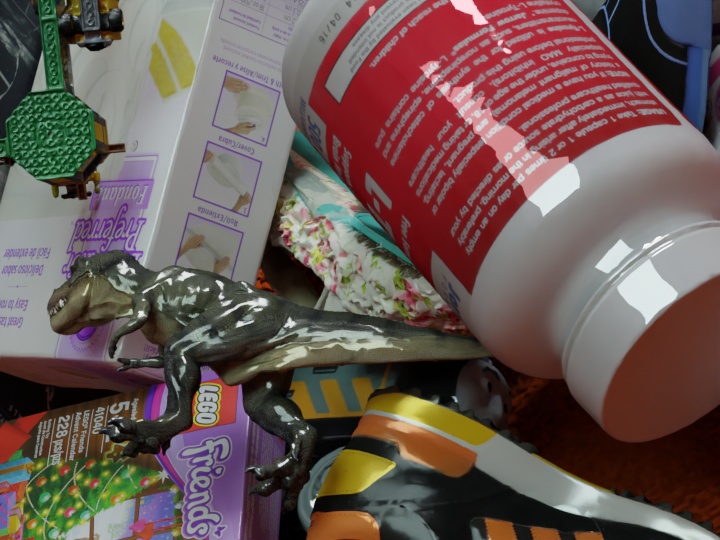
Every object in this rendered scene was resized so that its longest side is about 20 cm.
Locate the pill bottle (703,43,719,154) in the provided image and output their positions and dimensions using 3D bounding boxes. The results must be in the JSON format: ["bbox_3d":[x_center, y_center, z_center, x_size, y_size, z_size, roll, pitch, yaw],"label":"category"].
[{"bbox_3d":[0.192,-0.002,1.097,0.113,0.113,0.200,-20,45,20],"label":"pill bottle"}]

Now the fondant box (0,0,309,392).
[{"bbox_3d":[-0.092,-0.050,1.223,0.144,0.058,0.200,0,73,55],"label":"fondant box"}]

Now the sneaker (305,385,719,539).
[{"bbox_3d":[0.072,0.123,1.074,0.200,0.070,0.090,26,72,18],"label":"sneaker"}]

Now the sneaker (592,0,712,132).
[{"bbox_3d":[0.094,-0.052,1.147,0.078,0.200,0.070,5,29,-2],"label":"sneaker"}]

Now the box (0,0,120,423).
[{"bbox_3d":[-0.191,-0.023,1.326,0.124,0.200,0.197,7,58,39],"label":"box"}]

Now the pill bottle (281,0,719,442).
[{"bbox_3d":[0.066,-0.034,1.055,0.112,0.112,0.200,-39,57,-1],"label":"pill bottle"}]

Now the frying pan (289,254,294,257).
[{"bbox_3d":[0.005,-0.051,1.277,0.115,0.031,0.190,-48,10,-6],"label":"frying pan"}]

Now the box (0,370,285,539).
[{"bbox_3d":[-0.102,0.134,1.100,0.137,0.039,0.200,-14,44,16],"label":"box"}]

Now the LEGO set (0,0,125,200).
[{"bbox_3d":[-0.188,-0.089,1.192,0.200,0.116,0.154,-14,87,3],"label":"LEGO set"}]

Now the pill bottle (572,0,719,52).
[{"bbox_3d":[0.160,-0.144,1.188,0.200,0.112,0.112,-10,49,26],"label":"pill bottle"}]

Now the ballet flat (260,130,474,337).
[{"bbox_3d":[0.000,0.000,1.181,0.200,0.076,0.064,42,112,58],"label":"ballet flat"}]

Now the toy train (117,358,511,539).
[{"bbox_3d":[-0.029,0.083,1.201,0.200,0.085,0.114,-6,51,31],"label":"toy train"}]

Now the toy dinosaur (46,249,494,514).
[{"bbox_3d":[-0.045,0.039,1.084,0.200,0.047,0.088,10,60,20],"label":"toy dinosaur"}]
